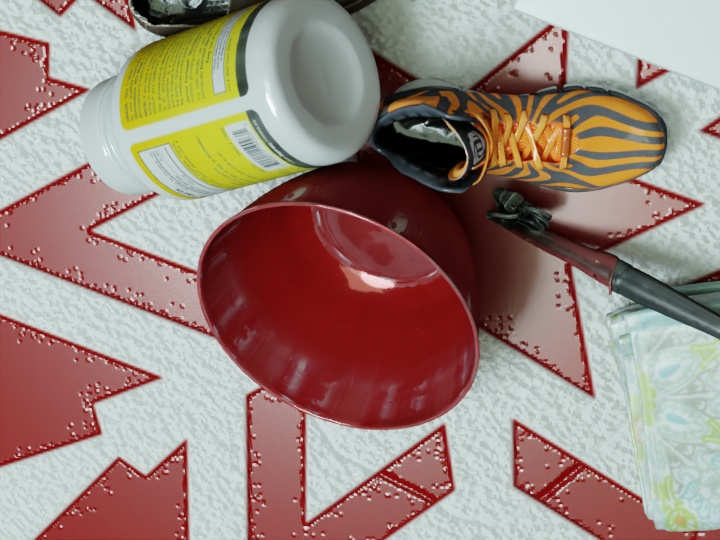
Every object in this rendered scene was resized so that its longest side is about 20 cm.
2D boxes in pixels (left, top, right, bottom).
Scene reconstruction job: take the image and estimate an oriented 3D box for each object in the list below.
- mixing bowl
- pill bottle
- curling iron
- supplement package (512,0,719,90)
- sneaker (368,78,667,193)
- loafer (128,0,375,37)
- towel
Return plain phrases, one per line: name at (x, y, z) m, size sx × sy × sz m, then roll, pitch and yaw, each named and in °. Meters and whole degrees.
mixing bowl at (0.000, 0.000, 1.147) m, size 0.200 × 0.109 × 0.201 m, roll 14°, pitch 135°, yaw 14°
pill bottle at (-0.094, -0.110, 1.130) m, size 0.200 × 0.112 × 0.113 m, roll -11°, pitch 104°, yaw 41°
curling iron at (0.165, 0.000, 1.132) m, size 0.200 × 0.050 × 0.026 m, roll 32°, pitch 89°, yaw 22°
supplement package at (0.211, -0.188, 1.054) m, size 0.199 × 0.117 × 0.118 m, roll 22°, pitch 110°, yaw 6°
sneaker at (0.100, -0.080, 1.114) m, size 0.199 × 0.112 × 0.078 m, roll 3°, pitch 106°, yaw 13°
loafer at (-0.070, -0.192, 1.146) m, size 0.199 × 0.071 × 0.073 m, roll -13°, pitch 102°, yaw 17°
towel at (0.278, 0.089, 1.154) m, size 0.199 × 0.048 × 0.172 m, roll -8°, pitch 106°, yaw 16°
